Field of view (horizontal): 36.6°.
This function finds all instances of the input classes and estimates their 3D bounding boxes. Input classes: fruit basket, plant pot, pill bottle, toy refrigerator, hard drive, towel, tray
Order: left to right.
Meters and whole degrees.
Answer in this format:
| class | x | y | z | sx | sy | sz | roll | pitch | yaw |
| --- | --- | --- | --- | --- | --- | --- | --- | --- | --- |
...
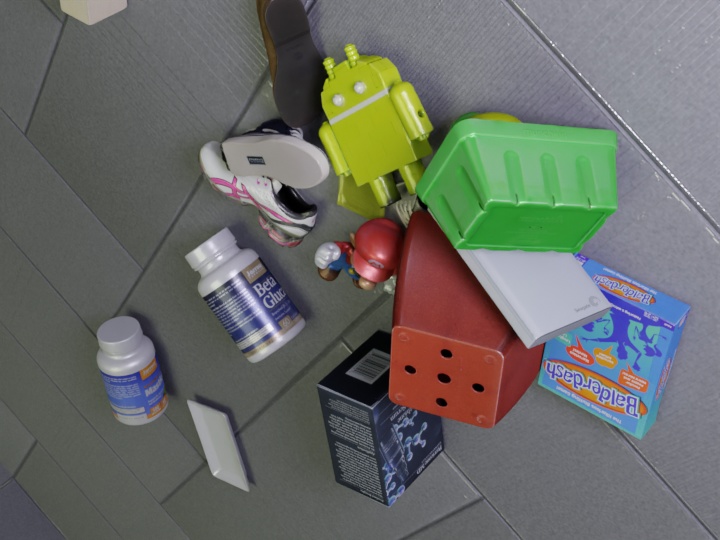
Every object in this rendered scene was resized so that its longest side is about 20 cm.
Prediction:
| class | x | y | z | sx | sy | sz | roll | pitch | yaw |
| --- | --- | --- | --- | --- | --- | --- | --- | --- | --- |
| toy refrigerator | -0.385 | -0.457 | 1.532 | 0.070 | 0.076 | 0.200 | 30 | 139 | 24 |
| pill bottle | -0.444 | 0.191 | 2.103 | 0.112 | 0.112 | 0.200 | 20 | 134 | 33 |
| tray | -0.271 | 0.338 | 2.126 | 0.107 | 0.022 | 0.200 | 14 | 130 | 37 |
| pill bottle | -0.185 | 0.036 | 1.714 | 0.200 | 0.111 | 0.111 | 54 | 142 | -6 |
| towel | 0.003 | -0.159 | 1.414 | 0.086 | 0.018 | 0.200 | 31 | 133 | 36 |
| plant pot | 0.127 | 0.075 | 1.338 | 0.200 | 0.176 | 0.200 | 13 | 133 | 13 |
| fruit basket | 0.164 | -0.122 | 1.207 | 0.216 | 0.216 | 0.156 | 43 | 142 | 9 |
| hard drive | 0.182 | -0.014 | 1.244 | 0.200 | 0.132 | 0.027 | 56 | 141 | 20 |

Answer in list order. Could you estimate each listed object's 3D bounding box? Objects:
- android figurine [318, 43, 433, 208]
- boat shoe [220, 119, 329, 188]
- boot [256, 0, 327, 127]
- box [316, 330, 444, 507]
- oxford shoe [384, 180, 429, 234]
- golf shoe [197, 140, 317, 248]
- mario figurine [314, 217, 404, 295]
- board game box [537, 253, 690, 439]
| class | x | y | z | sx | sy | sz | roll | pitch | yaw |
| --- | --- | --- | --- | --- | --- | --- | --- | --- | --- |
| android figurine | 0.015 | -0.179 | 1.341 | 0.182 | 0.041 | 0.200 | -17 | 99 | 51 |
| boat shoe | -0.095 | -0.167 | 1.467 | 0.200 | 0.093 | 0.075 | 14 | 131 | 42 |
| boot | -0.093 | -0.281 | 1.414 | 0.075 | 0.074 | 0.200 | -125 | 20 | -47 |
| box | 0.033 | 0.220 | 1.619 | 0.107 | 0.148 | 0.200 | 19 | 133 | 35 |
| oxford shoe | 0.074 | -0.082 | 1.402 | 0.075 | 0.058 | 0.200 | 52 | 144 | -6 |
| golf shoe | -0.144 | -0.126 | 1.576 | 0.200 | 0.073 | 0.092 | 39 | 136 | -2 |
| mario figurine | 0.000 | 0.000 | 1.458 | 0.106 | 0.123 | 0.200 | 66 | 163 | 2 |
| board game box | 0.303 | 0.094 | 1.328 | 0.152 | 0.045 | 0.200 | 27 | 137 | 27 |
